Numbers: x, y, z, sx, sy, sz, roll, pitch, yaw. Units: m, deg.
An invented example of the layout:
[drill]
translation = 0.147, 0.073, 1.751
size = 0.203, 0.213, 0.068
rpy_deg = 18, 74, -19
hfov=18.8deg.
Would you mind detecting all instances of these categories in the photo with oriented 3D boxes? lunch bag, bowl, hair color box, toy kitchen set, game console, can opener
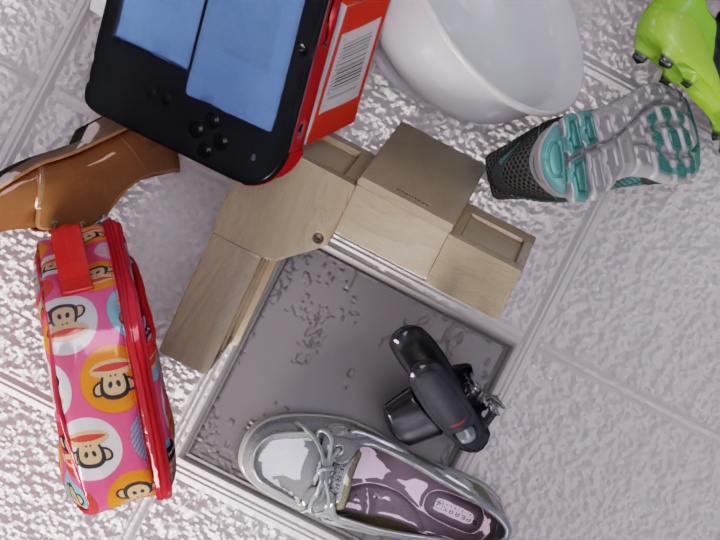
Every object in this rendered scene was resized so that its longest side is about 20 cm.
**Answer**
[lunch bag]
translation = -0.177, 0.050, 1.455
size = 0.082, 0.200, 0.177
rpy_deg = -12, 112, -6
[bowl]
translation = 0.062, -0.178, 1.522
size = 0.090, 0.201, 0.201
rpy_deg = -30, 96, 33
[hair color box]
translation = -0.083, -0.185, 1.477
size = 0.200, 0.064, 0.111
rpy_deg = 33, 125, 21
[toy kitchen set]
translation = 0.000, 0.000, 1.539
size = 0.200, 0.163, 0.181
rpy_deg = 27, 111, 2
[game console]
translation = -0.094, -0.171, 1.421
size = 0.177, 0.031, 0.201
rpy_deg = 24, 109, 25
[can opener]
translation = 0.055, 0.087, 1.499
size = 0.079, 0.200, 0.063
rpy_deg = -36, 72, -4

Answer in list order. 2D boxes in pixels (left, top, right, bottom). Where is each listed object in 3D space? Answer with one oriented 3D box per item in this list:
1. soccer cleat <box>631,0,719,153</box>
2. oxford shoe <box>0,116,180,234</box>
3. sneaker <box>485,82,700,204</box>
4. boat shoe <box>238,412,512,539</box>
[soccer cleat]
translation = 0.270, -0.136, 1.556
size = 0.200, 0.067, 0.081
rpy_deg = 40, 78, -38
[oxford shoe]
translation = -0.218, -0.050, 1.525
size = 0.200, 0.071, 0.071
rpy_deg = -27, 100, -7
[sneaker]
translation = 0.165, -0.086, 1.552
size = 0.200, 0.091, 0.078
rpy_deg = -10, 89, -46
[boat shoe]
translation = 0.012, 0.154, 1.560
size = 0.201, 0.065, 0.075
rpy_deg = 22, 88, -7
